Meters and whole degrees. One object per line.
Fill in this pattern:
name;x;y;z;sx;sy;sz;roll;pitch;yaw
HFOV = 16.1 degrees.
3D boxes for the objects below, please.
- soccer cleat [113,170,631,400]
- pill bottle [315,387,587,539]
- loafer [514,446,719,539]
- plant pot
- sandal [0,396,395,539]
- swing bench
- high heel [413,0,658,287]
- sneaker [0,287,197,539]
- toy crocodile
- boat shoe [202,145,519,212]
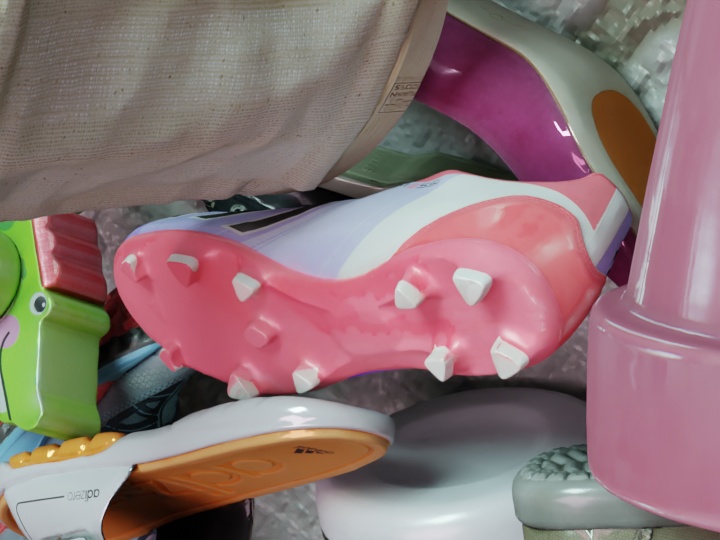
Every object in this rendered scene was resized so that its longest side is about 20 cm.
soccer cleat;0.000;0.000;0.857;0.199;0.076;0.067;-1;121;43
pill bottle;0.056;0.155;0.944;0.112;0.112;0.202;-1;112;31
loafer;0.150;0.096;0.841;0.198;0.075;0.070;1;99;5
plant pot;0.166;-0.025;0.757;0.199;0.200;0.181;4;99;29
sandal;-0.068;0.091;0.909;0.206;0.079;0.060;-21;61;48
swing bench;-0.086;-0.124;0.794;0.129;0.198;0.201;-32;74;44
high heel;0.035;-0.052;0.881;0.096;0.067;0.201;-38;85;28
sneaker;-0.094;0.073;1.032;0.095;0.079;0.200;38;134;-7
toy crocodile;-0.126;-0.029;0.954;0.061;0.067;0.201;-26;60;26
boat shoe;-0.019;-0.018;0.931;0.198;0.074;0.067;15;108;13
